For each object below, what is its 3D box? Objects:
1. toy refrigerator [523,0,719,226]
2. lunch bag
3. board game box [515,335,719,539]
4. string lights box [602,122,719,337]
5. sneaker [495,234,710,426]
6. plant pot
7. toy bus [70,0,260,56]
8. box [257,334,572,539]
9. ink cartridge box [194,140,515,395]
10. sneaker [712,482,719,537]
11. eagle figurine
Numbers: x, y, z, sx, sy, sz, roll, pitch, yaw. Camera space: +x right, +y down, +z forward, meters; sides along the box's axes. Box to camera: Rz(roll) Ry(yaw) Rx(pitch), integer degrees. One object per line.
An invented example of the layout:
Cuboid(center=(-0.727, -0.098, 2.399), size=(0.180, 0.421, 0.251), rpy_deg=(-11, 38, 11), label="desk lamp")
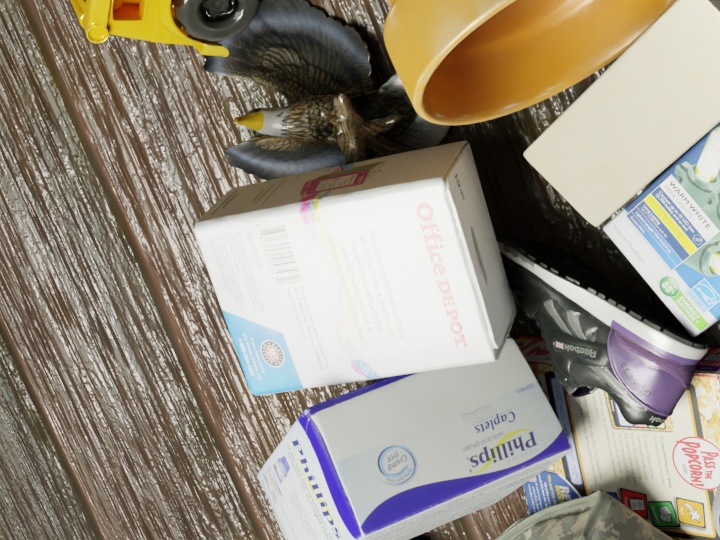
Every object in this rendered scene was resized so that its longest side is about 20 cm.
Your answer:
Cuboid(center=(0.201, -0.119, 1.001), size=(0.076, 0.070, 0.200), rpy_deg=(45, 140, 2), label="toy refrigerator")
Cuboid(center=(0.181, 0.271, 1.183), size=(0.164, 0.118, 0.200), rpy_deg=(35, 148, -12), label="lunch bag")
Cuboid(center=(0.210, 0.132, 1.164), size=(0.200, 0.046, 0.152), rpy_deg=(3, 114, 40), label="board game box")
Cuboid(center=(0.266, -0.054, 1.000), size=(0.103, 0.059, 0.200), rpy_deg=(51, 135, 9), label="string lights box")
Cuboid(center=(0.155, 0.044, 1.109), size=(0.200, 0.076, 0.088), rpy_deg=(35, 110, 39), label="sneaker")
Cuboid(center=(0.086, -0.226, 0.984), size=(0.200, 0.200, 0.183), rpy_deg=(-43, 68, 46), label="plant pot")
Cuboid(center=(-0.174, -0.275, 1.150), size=(0.136, 0.192, 0.200), rpy_deg=(-116, 35, -41), label="toy bus")
Cuboid(center=(0.035, 0.151, 1.184), size=(0.105, 0.184, 0.200), rpy_deg=(65, 158, 14), label="box")
Cuboid(center=(0.000, 0.000, 1.105), size=(0.200, 0.085, 0.145), rpy_deg=(-9, 111, 23), label="ink cartridge box")
Cuboid(center=(0.302, 0.131, 1.014), size=(0.075, 0.114, 0.200), rpy_deg=(9, 115, -7), label="sneaker")
Cuboid(center=(-0.040, -0.126, 1.207), size=(0.152, 0.151, 0.200), rpy_deg=(-56, 31, 4), label="eagle figurine")
